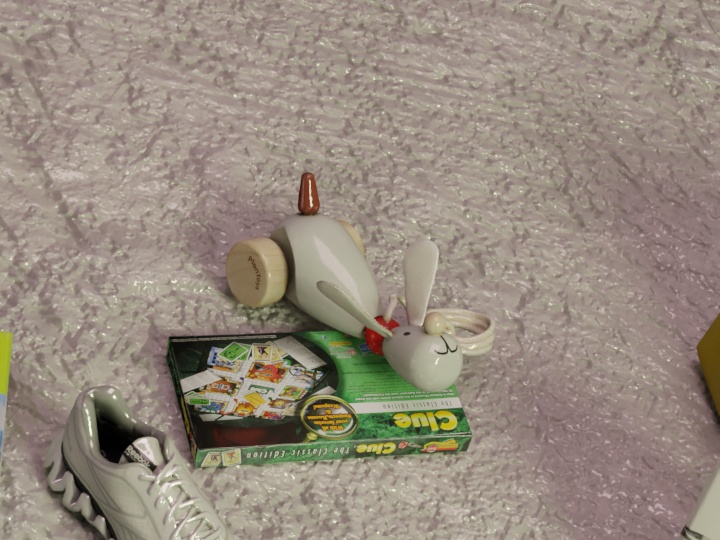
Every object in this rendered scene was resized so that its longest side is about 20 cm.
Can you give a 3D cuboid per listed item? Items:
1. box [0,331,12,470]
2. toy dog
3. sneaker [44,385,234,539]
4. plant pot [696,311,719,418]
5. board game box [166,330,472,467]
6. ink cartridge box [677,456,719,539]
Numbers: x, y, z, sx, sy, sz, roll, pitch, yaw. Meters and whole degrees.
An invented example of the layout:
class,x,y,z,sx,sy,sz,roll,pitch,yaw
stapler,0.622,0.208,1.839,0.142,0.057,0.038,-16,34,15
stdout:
class,x,y,z,sx,sy,sz,roll,pitch,yaw
box,-0.291,0.118,1.607,0.121,0.048,0.201,7,44,-11
toy dog,0.000,0.000,1.754,0.199,0.097,0.132,20,30,22
sneaker,-0.128,0.156,1.600,0.075,0.081,0.200,-26,60,-38
plant pot,0.370,0.091,1.759,0.199,0.200,0.177,6,57,-13
board game box,-0.029,0.086,1.741,0.199,0.024,0.105,-1,45,-18
ink cartridge box,0.277,0.195,1.606,0.144,0.201,0.084,33,45,14
